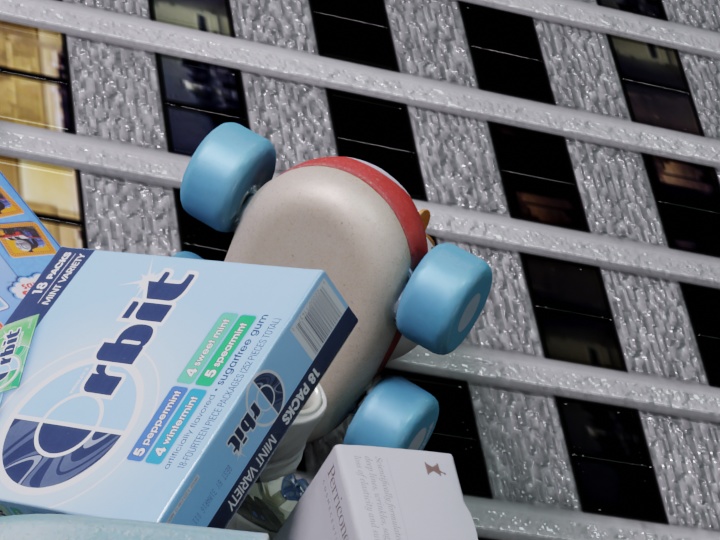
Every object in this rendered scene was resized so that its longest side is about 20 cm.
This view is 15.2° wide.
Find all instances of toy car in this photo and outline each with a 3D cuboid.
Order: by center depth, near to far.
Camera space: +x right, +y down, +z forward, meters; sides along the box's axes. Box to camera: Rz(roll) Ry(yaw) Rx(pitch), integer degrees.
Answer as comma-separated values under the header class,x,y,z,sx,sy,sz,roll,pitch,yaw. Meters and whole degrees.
class,x,y,z,sx,sy,sz,roll,pitch,yaw
toy car,0.000,0.000,1.632,0.184,0.177,0.200,29,27,16

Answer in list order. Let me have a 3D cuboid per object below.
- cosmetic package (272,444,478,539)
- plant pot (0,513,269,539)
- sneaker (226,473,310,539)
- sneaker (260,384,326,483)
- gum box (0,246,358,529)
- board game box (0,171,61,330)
class,x,y,z,sx,sy,sz,roll,pitch,yaw
cosmetic package,-0.013,0.188,1.395,0.074,0.200,0.102,7,45,-25
plant pot,-0.168,0.234,1.277,0.199,0.197,0.196,12,42,-1
sneaker,-0.065,0.154,1.476,0.200,0.085,0.077,40,21,-46
sneaker,-0.120,0.074,1.513,0.199,0.116,0.074,10,47,-20
gum box,-0.124,0.068,1.410,0.170,0.200,0.045,-57,131,-28
board game box,-0.252,-0.010,1.553,0.151,0.037,0.200,-11,44,-38
